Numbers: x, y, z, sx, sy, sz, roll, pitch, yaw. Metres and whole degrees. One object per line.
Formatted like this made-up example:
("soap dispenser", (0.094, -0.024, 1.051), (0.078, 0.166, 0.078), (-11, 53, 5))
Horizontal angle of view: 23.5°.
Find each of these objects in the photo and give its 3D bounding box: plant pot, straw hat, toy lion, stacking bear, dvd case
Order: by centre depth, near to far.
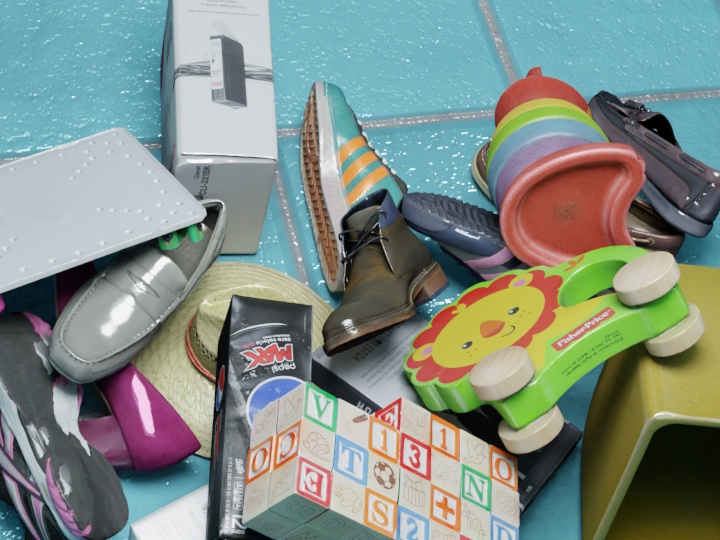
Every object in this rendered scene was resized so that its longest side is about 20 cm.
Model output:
("toy lion", (0.132, 0.044, 1.295), (0.200, 0.069, 0.192), (-33, 23, -3))
("plant pot", (0.277, 0.105, 1.357), (0.195, 0.195, 0.200), (5, 46, -9))
("dvd case", (0.068, 0.105, 1.364), (0.200, 0.025, 0.150), (35, 29, 11))
("straw hat", (-0.086, 0.051, 1.368), (0.200, 0.085, 0.202), (6, 57, -9))
("stacking bear", (0.157, -0.094, 1.425), (0.113, 0.122, 0.200), (-1, 33, -3))

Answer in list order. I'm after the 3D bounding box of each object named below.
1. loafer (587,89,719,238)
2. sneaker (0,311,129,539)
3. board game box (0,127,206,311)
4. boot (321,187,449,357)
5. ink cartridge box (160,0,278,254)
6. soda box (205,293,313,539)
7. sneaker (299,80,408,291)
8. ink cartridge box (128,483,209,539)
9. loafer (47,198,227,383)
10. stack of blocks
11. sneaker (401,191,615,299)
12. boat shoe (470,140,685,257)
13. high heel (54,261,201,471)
("loafer", (0.265, -0.107, 1.525), (0.072, 0.063, 0.200), (15, 29, -34))
("sneaker", (-0.251, 0.126, 1.282), (0.080, 0.086, 0.200), (8, 51, -49))
("board game box", (-0.242, -0.038, 1.334), (0.200, 0.026, 0.200), (-21, 31, -18))
("boot", (0.000, 0.000, 1.337), (0.097, 0.075, 0.200), (63, 23, -3))
("ink cartridge box", (-0.121, -0.132, 1.443), (0.083, 0.144, 0.200), (2, 58, -10))
("soda box", (-0.072, 0.119, 1.237), (0.063, 0.071, 0.200), (8, 54, -11))
("sneaker", (-0.002, -0.072, 1.480), (0.080, 0.071, 0.200), (-1, 63, -18))
("ink cartridge box", (-0.051, 0.216, 1.270), (0.200, 0.083, 0.147), (-25, 65, -25))
("loafer", (-0.167, 0.009, 1.316), (0.070, 0.070, 0.200), (37, 46, -1))
("stack of blocks", (0.018, 0.151, 1.192), (0.200, 0.059, 0.115), (29, 45, -29))
("sneaker", (0.116, 0.004, 1.436), (0.200, 0.082, 0.070), (25, 21, 0))
("boat shoe", (0.192, -0.066, 1.510), (0.200, 0.072, 0.072), (33, 57, 10))
("high heel", (-0.183, 0.061, 1.349), (0.096, 0.067, 0.201), (-10, 74, -2))
